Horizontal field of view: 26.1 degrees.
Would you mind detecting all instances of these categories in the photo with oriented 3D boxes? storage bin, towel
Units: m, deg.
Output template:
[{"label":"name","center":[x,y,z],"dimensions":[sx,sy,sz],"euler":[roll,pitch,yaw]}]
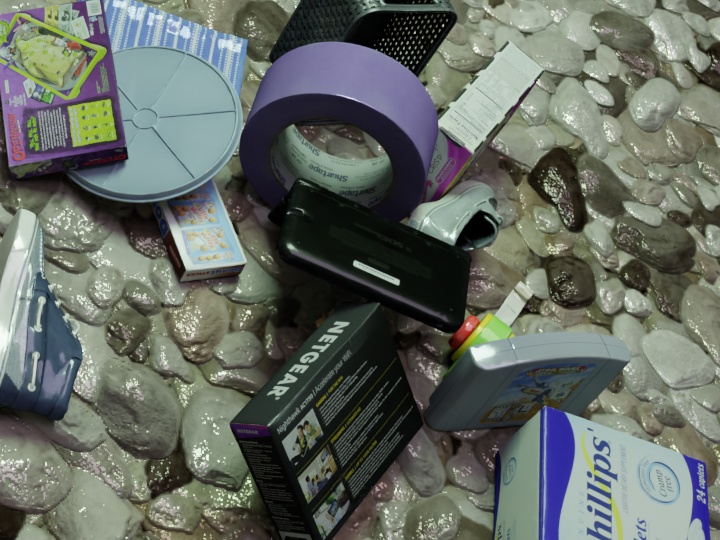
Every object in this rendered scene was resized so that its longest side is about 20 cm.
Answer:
[{"label":"storage bin","center":[0.000,-0.261,1.742],"dimensions":[0.135,0.200,0.094],"euler":[-6,60,-33]},{"label":"towel","center":[-0.223,-0.236,1.719],"dimensions":[0.200,0.024,0.145],"euler":[18,51,-18]}]

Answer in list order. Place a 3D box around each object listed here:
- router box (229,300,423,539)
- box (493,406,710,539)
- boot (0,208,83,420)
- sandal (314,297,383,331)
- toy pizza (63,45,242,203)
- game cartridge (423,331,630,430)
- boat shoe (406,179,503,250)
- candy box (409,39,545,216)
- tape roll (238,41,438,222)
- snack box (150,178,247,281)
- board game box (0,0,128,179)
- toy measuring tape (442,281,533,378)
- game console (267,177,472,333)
[{"label":"router box","center":[-0.026,0.144,1.471],"dimensions":[0.200,0.051,0.149],"euler":[-46,127,-42]},{"label":"box","center":[0.242,0.262,1.558],"dimensions":[0.200,0.105,0.184],"euler":[19,49,-16]},{"label":"boot","center":[-0.301,0.043,1.443],"dimensions":[0.090,0.073,0.200],"euler":[21,57,-24]},{"label":"sandal","center":[-0.032,0.079,1.569],"dimensions":[0.054,0.080,0.200],"euler":[25,49,18]},{"label":"toy pizza","center":[-0.221,-0.149,1.611],"dimensions":[0.200,0.032,0.200],"euler":[0,59,-1]},{"label":"game cartridge","center":[0.178,0.114,1.612],"dimensions":[0.200,0.133,0.042],"euler":[-1,58,-30]},{"label":"boat shoe","center":[0.116,-0.047,1.707],"dimensions":[0.071,0.070,0.201],"euler":[25,23,20]},{"label":"candy box","center":[0.120,-0.159,1.781],"dimensions":[0.061,0.136,0.200],"euler":[39,48,3]},{"label":"tape roll","center":[-0.022,-0.137,1.639],"dimensions":[0.200,0.200,0.085],"euler":[25,48,-12]},{"label":"snack box","center":[-0.185,-0.081,1.623],"dimensions":[0.072,0.024,0.200],"euler":[-7,61,-33]},{"label":"board game box","center":[-0.310,-0.190,1.600],"dimensions":[0.120,0.032,0.200],"euler":[-8,59,-9]},{"label":"toy measuring tape","center":[0.149,0.061,1.679],"dimensions":[0.074,0.074,0.200],"euler":[40,47,3]},{"label":"game console","center":[0.000,0.000,1.586],"dimensions":[0.200,0.116,0.176],"euler":[23,39,-10]}]
